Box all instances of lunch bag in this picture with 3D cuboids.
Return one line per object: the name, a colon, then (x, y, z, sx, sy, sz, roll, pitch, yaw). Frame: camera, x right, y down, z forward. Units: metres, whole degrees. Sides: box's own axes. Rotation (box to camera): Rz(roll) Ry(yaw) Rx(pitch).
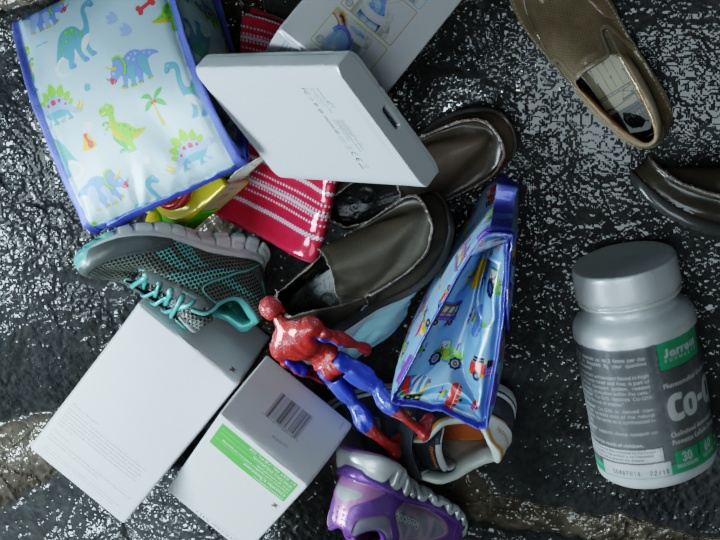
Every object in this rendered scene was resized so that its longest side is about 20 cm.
lunch bag: (0.101, 0.013, 1.578, 0.093, 0.151, 0.201, 16, 112, 2)
lunch bag: (-0.195, -0.153, 1.576, 0.169, 0.127, 0.201, -23, 72, 20)

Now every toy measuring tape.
toy measuring tape: (-0.134, -0.101, 1.611, 0.074, 0.074, 0.200, 47, 120, -6)

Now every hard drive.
hard drive: (-0.038, -0.125, 1.453, 0.199, 0.026, 0.132, 8, 143, 52)

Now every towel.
towel: (-0.072, -0.121, 1.605, 0.144, 0.022, 0.201, 28, 117, 34)

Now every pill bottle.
pill bottle: (0.252, 0.084, 1.591, 0.112, 0.113, 0.202, -8, 109, 16)

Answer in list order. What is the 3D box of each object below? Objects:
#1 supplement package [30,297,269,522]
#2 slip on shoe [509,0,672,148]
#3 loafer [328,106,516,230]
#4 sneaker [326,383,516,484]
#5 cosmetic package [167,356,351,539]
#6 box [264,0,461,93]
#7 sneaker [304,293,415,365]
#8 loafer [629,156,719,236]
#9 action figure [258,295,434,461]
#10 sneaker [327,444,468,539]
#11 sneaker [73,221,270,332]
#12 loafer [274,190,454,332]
supplement package: (-0.201, 0.117, 1.705, 0.121, 0.120, 0.200, 39, 114, -2)
slip on shoe: (0.198, -0.187, 1.532, 0.076, 0.061, 0.201, -32, 100, 22)
loafer: (0.051, -0.081, 1.600, 0.199, 0.071, 0.073, -26, 103, 21)
sneaker: (0.047, 0.155, 1.677, 0.198, 0.080, 0.079, -9, 127, 17)
cosmetic package: (-0.098, 0.177, 1.673, 0.107, 0.085, 0.200, 38, 145, 2)
box: (0.022, -0.229, 1.482, 0.101, 0.112, 0.200, 39, 78, -4)
sneaker: (0.019, 0.019, 1.647, 0.200, 0.082, 0.074, -38, 62, 28)
loafer: (0.333, -0.064, 1.540, 0.199, 0.073, 0.072, 19, 105, -1)
action figure: (-0.020, 0.089, 1.587, 0.065, 0.052, 0.200, -32, 120, 29)
sneaker: (0.028, 0.237, 1.667, 0.080, 0.200, 0.089, 8, 71, 36)
sneaker: (-0.164, 0.011, 1.608, 0.078, 0.199, 0.092, -36, 57, 50)
loafer: (0.000, 0.000, 1.566, 0.200, 0.071, 0.073, -40, 61, 26)
